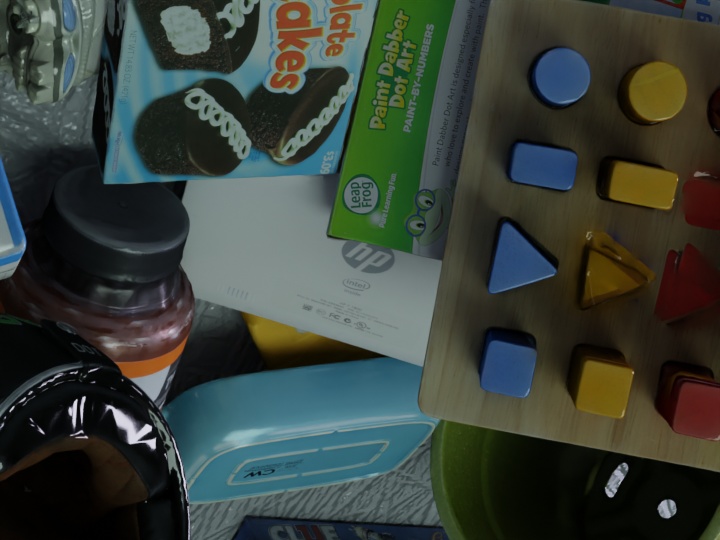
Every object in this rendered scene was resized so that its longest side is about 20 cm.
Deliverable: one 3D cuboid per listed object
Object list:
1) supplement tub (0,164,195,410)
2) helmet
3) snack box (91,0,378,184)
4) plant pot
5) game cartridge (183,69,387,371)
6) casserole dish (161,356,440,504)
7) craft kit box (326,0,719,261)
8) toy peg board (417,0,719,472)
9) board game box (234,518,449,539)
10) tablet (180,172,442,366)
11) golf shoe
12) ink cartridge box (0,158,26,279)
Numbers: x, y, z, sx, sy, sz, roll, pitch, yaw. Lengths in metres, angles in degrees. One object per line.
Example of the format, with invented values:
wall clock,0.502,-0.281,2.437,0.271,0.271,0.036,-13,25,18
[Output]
supplement tub,-0.148,0.046,0.986,0.106,0.107,0.201,1,129,-30
helmet,-0.191,0.118,0.864,0.199,0.189,0.203,2,88,-52
snack box,-0.050,-0.126,0.837,0.115,0.037,0.201,-4,135,-19
plant pot,0.170,0.132,1.211,0.200,0.201,0.190,-39,150,9
game cartridge,0.007,-0.024,1.065,0.175,0.033,0.201,-27,136,-5
casserole dish,-0.035,0.096,1.117,0.198,0.039,0.121,-5,153,-26
craft kit box,0.099,-0.091,0.913,0.195,0.049,0.202,14,94,-1
toy peg board,0.138,-0.012,0.847,0.197,0.098,0.202,10,94,2
board game box,-0.015,0.230,1.284,0.198,0.035,0.136,9,124,-35
tablet,0.000,0.000,0.994,0.198,0.014,0.131,17,141,-5
golf shoe,-0.118,-0.173,0.843,0.097,0.078,0.201,-24,145,-34
ink cartridge box,-0.195,-0.059,0.765,0.083,0.148,0.200,-18,180,-13
